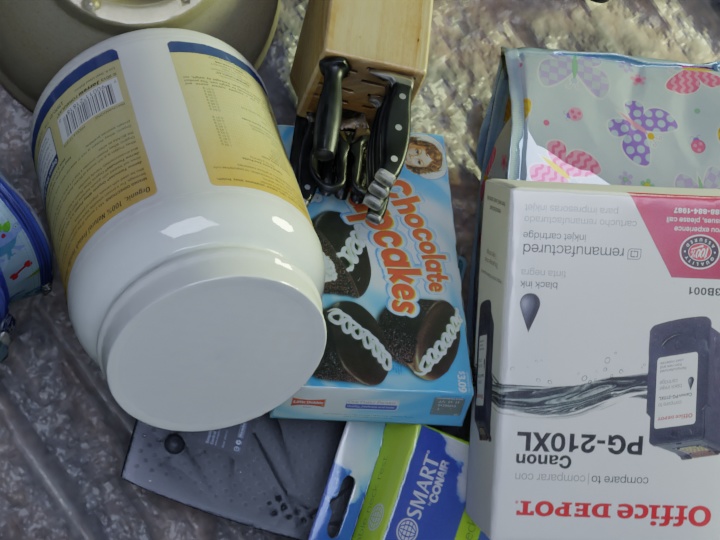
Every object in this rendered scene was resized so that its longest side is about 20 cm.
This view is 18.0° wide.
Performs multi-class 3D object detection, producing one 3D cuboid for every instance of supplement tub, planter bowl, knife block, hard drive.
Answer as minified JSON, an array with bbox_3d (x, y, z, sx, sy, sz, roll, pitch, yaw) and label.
[{"bbox_3d":[-0.101,-0.024,1.272,0.144,0.145,0.200,-11,48,-10],"label":"supplement tub"},{"bbox_3d":[-0.140,-0.189,1.360,0.199,0.135,0.201,1,82,-8],"label":"planter bowl"},{"bbox_3d":[0.006,-0.134,1.331,0.064,0.176,0.201,12,103,-11],"label":"knife block"},{"bbox_3d":[-0.036,0.095,1.382,0.199,0.042,0.135,16,81,-8],"label":"hard drive"}]

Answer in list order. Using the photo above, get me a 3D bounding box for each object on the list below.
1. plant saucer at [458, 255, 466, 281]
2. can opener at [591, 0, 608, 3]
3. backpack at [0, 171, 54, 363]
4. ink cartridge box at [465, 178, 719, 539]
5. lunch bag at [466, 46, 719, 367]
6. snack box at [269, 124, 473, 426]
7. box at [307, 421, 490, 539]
[{"bbox_3d":[-0.036,-0.007,1.400,0.199,0.019,0.070,19,58,-6],"label":"plant saucer"},{"bbox_3d":[0.169,-0.274,1.453,0.053,0.067,0.201,17,80,-5],"label":"can opener"},{"bbox_3d":[-0.268,-0.017,1.282,0.147,0.200,0.183,-42,89,-12],"label":"backpack"},{"bbox_3d":[0.141,0.053,1.287,0.144,0.084,0.201,2,96,-7],"label":"ink cartridge box"},{"bbox_3d":[0.157,-0.032,1.390,0.169,0.127,0.201,3,93,-8],"label":"lunch bag"},{"bbox_3d":[0.000,0.000,1.357,0.116,0.037,0.201,3,51,-10],"label":"snack box"},{"bbox_3d":[0.068,0.171,1.355,0.199,0.048,0.122,24,78,-25],"label":"box"}]
